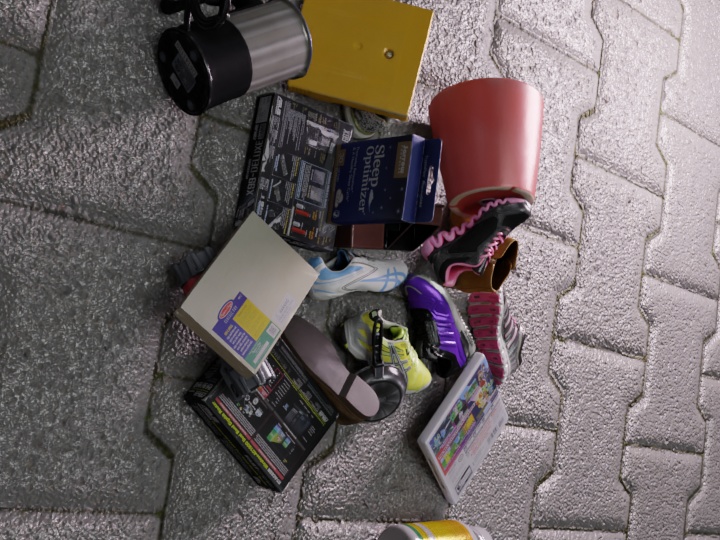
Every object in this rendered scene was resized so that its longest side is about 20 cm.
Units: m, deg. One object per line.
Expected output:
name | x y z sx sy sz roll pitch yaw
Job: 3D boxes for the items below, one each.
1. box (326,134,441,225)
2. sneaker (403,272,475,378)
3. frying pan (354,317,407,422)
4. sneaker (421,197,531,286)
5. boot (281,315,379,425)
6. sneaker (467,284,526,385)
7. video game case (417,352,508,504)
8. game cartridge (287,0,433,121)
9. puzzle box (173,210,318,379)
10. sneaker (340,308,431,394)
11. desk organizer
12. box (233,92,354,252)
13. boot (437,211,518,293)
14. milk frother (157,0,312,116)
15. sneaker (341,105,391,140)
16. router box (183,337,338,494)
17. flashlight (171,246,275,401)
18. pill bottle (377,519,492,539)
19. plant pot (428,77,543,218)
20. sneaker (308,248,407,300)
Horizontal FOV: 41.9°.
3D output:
box | 0.031 -0.128 1.346 0.032 0.199 0.123 13 82 -42
sneaker | 0.119 0.100 1.573 0.100 0.069 0.201 -48 118 -27
frying pan | 0.038 0.166 1.468 0.114 0.031 0.192 12 117 -29
sneaker | 0.196 -0.041 1.521 0.079 0.199 0.096 27 38 -51
boot | -0.064 0.157 1.420 0.200 0.075 0.074 50 42 -7
sneaker | 0.250 0.098 1.687 0.087 0.073 0.203 -16 100 -45
video game case | 0.182 0.274 1.631 0.201 0.023 0.183 -51 135 -28
game cartridge | -0.004 -0.333 1.419 0.197 0.032 0.179 15 78 2
puzzle box | -0.149 0.030 1.259 0.133 0.025 0.201 44 47 -14
sneaker | 0.056 0.133 1.501 0.199 0.076 0.076 37 34 -37
desk organizer | 0.040 -0.072 1.505 0.198 0.071 0.078 1 91 -41
box | -0.096 -0.143 1.400 0.156 0.049 0.203 15 80 -40
boot | 0.215 -0.055 1.606 0.070 0.143 0.204 29 72 -37
milk frother | -0.156 -0.327 1.253 0.187 0.199 0.183 -30 105 -37
sneaker | 0.010 -0.307 1.465 0.076 0.088 0.203 -24 106 -38
router box | -0.139 0.197 1.355 0.150 0.062 0.201 -50 120 -29
flashlight | -0.181 0.069 1.269 0.068 0.068 0.201 -25 80 -41
pill bottle | 0.128 0.472 1.553 0.198 0.112 0.115 9 84 -41
plant pot | 0.210 -0.191 1.547 0.199 0.199 0.180 15 67 -39
sneaker | 0.000 0.000 1.468 0.198 0.071 0.074 -8 106 -41
